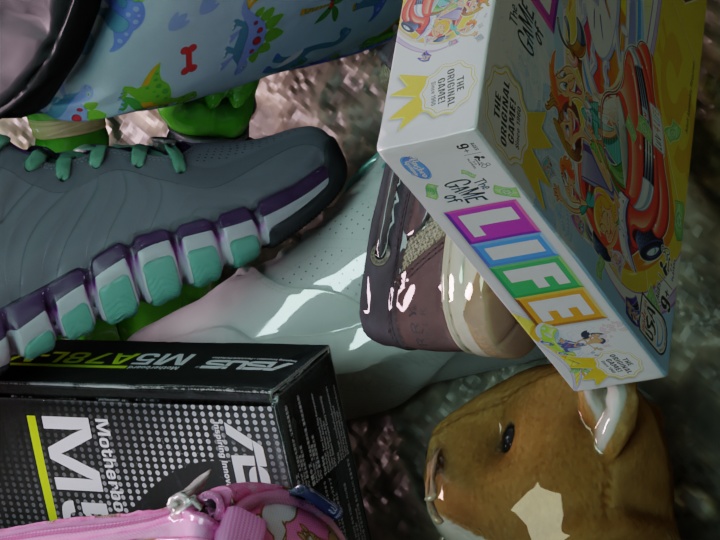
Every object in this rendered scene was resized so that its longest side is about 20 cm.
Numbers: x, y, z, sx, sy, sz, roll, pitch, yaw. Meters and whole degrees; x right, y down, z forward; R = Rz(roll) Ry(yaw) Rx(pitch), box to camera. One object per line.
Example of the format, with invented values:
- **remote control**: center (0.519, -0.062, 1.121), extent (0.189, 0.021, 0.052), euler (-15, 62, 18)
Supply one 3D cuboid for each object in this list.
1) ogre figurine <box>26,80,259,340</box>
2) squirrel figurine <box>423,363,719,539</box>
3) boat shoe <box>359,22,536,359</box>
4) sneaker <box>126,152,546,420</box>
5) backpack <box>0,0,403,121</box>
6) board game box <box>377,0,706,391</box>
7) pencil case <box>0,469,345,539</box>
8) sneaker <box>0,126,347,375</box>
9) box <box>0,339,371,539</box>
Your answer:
- **ogre figurine**: center (-0.132, -0.016, 1.022), extent (0.098, 0.199, 0.121), euler (-134, 31, -64)
- **squirrel figurine**: center (0.098, 0.123, 0.880), extent (0.199, 0.142, 0.188), euler (-1, 74, 18)
- **boat shoe**: center (0.036, -0.065, 0.914), extent (0.064, 0.072, 0.201), euler (-2, 67, 23)
- **sneaker**: center (0.000, 0.000, 0.979), extent (0.199, 0.075, 0.089), euler (-15, 68, 22)
- **backpack**: center (-0.055, -0.136, 0.946), extent (0.153, 0.200, 0.164), euler (31, 122, 19)
- **board game box**: center (0.065, -0.083, 0.854), extent (0.034, 0.135, 0.201), euler (-11, 52, 29)
- **pencil case**: center (-0.096, 0.119, 0.905), extent (0.199, 0.083, 0.087), euler (-11, 77, 35)
- **sneaker**: center (-0.100, -0.025, 0.936), extent (0.074, 0.199, 0.088), euler (2, 116, 67)
- **box**: center (-0.080, 0.123, 0.976), extent (0.192, 0.047, 0.201), euler (2, 113, 33)
